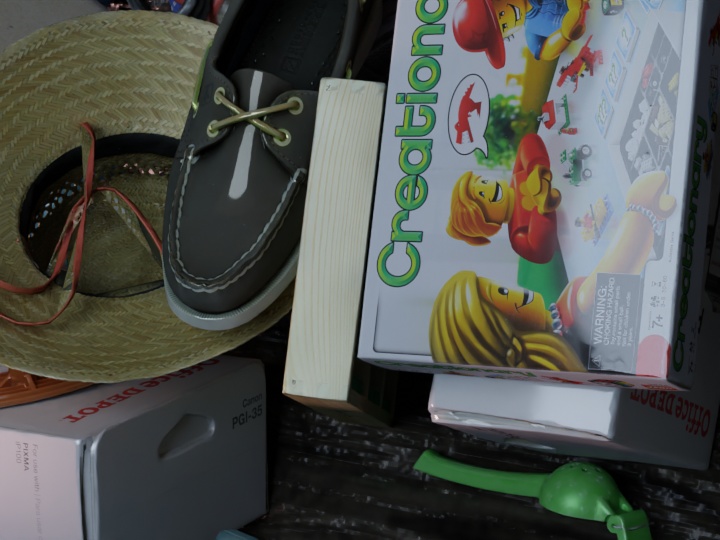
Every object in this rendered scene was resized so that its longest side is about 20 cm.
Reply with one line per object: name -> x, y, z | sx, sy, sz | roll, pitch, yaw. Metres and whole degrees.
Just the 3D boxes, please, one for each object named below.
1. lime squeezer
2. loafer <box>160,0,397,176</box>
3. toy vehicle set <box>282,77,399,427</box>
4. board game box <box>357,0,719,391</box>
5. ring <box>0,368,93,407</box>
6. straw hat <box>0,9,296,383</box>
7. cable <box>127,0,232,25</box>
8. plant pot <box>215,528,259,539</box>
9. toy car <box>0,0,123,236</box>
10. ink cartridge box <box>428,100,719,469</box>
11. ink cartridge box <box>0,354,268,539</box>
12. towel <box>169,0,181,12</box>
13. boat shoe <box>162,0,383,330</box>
lime squeezer -> 0.100, 0.131, 0.861 | 0.071, 0.038, 0.200 | -48, 62, 13
loafer -> -0.038, -0.076, 0.965 | 0.200, 0.072, 0.063 | -44, 58, 19
toy vehicle set -> 0.000, 0.000, 0.853 | 0.026, 0.200, 0.126 | 6, 84, 7
board game box -> 0.071, -0.060, 0.746 | 0.125, 0.035, 0.202 | 2, 81, 28
ring -> -0.193, 0.028, 0.963 | 0.199, 0.200, 0.019 | 5, 108, 30
straw hat -> -0.109, -0.017, 0.908 | 0.199, 0.085, 0.203 | 2, 60, -4
cable -> -0.116, -0.173, 1.007 | 0.199, 0.050, 0.098 | 24, 76, 29
plant pot -> -0.027, 0.227, 0.837 | 0.199, 0.200, 0.198 | 17, 80, 31
toy car -> -0.223, -0.068, 1.045 | 0.200, 0.175, 0.186 | -46, 43, 47
ink cartridge box -> 0.106, -0.023, 0.824 | 0.083, 0.145, 0.202 | 7, 84, 27
ink cartridge box -> -0.162, 0.086, 0.949 | 0.198, 0.146, 0.084 | 6, 105, 31
towel -> -0.055, -0.206, 1.030 | 0.144, 0.024, 0.201 | -34, 64, 23
boat shoe -> -0.041, -0.071, 0.855 | 0.071, 0.060, 0.203 | 12, 61, 13
